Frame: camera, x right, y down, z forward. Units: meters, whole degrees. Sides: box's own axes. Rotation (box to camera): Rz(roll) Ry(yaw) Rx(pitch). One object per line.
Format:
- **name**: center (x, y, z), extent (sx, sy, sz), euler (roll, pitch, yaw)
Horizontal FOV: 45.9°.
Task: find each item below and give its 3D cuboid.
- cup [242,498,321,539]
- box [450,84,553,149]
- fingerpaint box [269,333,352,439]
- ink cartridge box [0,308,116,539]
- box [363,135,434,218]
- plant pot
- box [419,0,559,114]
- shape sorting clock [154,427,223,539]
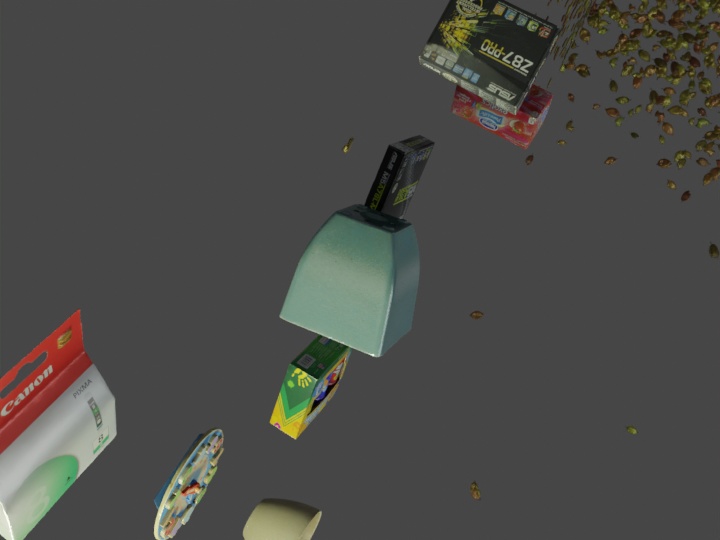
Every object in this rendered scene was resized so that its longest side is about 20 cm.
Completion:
- **cup**: center (-0.206, 0.647, 2.105), extent (0.202, 0.142, 0.201), euler (-56, 166, -21)
- **box**: center (0.312, -0.371, 1.885), extent (0.100, 0.198, 0.096), euler (-52, 164, -33)
- **fingerpaint box**: center (-0.097, 0.233, 1.817), extent (0.200, 0.073, 0.169), euler (-42, 156, -57)
- **ink cartridge box**: center (-0.314, 0.159, 0.853), extent (0.161, 0.050, 0.202), euler (-51, 166, -41)
- **box**: center (0.068, -0.166, 1.698), extent (0.200, 0.047, 0.196), euler (-32, 146, -65)
- **plant pot**: center (0.000, 0.000, 1.478), extent (0.195, 0.193, 0.204), euler (-30, 137, -66)
- **box**: center (0.225, -0.392, 1.492), extent (0.163, 0.198, 0.049), euler (-59, 169, -1)
- **shape sorting clock**: center (-0.282, 0.357, 1.418), extent (0.202, 0.039, 0.201), euler (-57, 167, -21)
